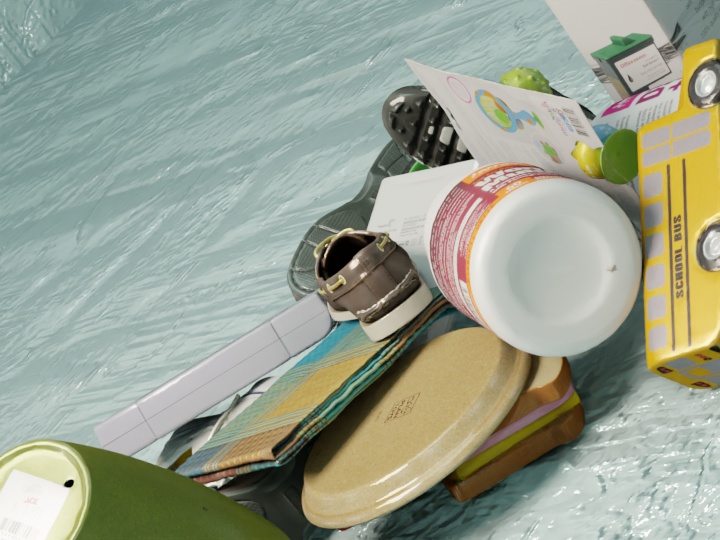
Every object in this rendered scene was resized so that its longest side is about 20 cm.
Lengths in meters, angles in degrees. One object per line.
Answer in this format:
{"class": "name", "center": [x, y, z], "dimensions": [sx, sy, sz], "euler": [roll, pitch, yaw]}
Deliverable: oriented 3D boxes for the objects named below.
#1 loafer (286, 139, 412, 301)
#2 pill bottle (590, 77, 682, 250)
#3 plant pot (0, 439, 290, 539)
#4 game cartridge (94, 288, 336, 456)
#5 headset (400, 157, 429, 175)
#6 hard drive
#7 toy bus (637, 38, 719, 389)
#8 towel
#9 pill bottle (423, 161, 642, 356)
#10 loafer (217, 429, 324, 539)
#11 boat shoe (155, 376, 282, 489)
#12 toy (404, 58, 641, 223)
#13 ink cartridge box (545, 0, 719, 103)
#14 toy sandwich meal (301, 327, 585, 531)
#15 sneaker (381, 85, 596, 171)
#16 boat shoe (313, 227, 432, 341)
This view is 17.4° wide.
{"class": "loafer", "center": [0.010, -0.031, 1.998], "dimensions": [0.072, 0.063, 0.200], "euler": [26, 58, 22]}
{"class": "pill bottle", "center": [0.222, -0.072, 1.592], "dimensions": [0.199, 0.114, 0.114], "euler": [-19, 26, 44]}
{"class": "plant pot", "center": [-0.153, 0.190, 1.442], "dimensions": [0.186, 0.200, 0.188], "euler": [-14, 55, 21]}
{"class": "game cartridge", "center": [-0.105, 0.078, 1.784], "dimensions": [0.199, 0.042, 0.133], "euler": [-31, 5, 5]}
{"class": "headset", "center": [0.077, -0.054, 1.849], "dimensions": [0.123, 0.094, 0.201], "euler": [-33, 36, 15]}
{"class": "hard drive", "center": [0.030, 0.021, 1.738], "dimensions": [0.132, 0.026, 0.201], "euler": [-9, 60, 57]}
{"class": "toy bus", "center": [0.216, -0.036, 1.444], "dimensions": [0.078, 0.065, 0.202], "euler": [-22, 59, 43]}
{"class": "towel", "center": [-0.030, 0.082, 1.624], "dimensions": [0.200, 0.022, 0.146], "euler": [-41, 12, -33]}
{"class": "pill bottle", "center": [0.104, -0.013, 1.515], "dimensions": [0.109, 0.110, 0.200], "euler": [-39, 12, -3]}
{"class": "loafer", "center": [-0.069, 0.170, 1.631], "dimensions": [0.200, 0.072, 0.063], "euler": [-37, 9, -22]}
{"class": "boat shoe", "center": [-0.100, 0.141, 1.756], "dimensions": [0.201, 0.075, 0.086], "euler": [-21, 25, 48]}
{"class": "toy", "center": [0.123, -0.098, 1.569], "dimensions": [0.047, 0.115, 0.200], "euler": [-44, 31, -12]}
{"class": "ink cartridge box", "center": [0.232, -0.179, 1.684], "dimensions": [0.084, 0.200, 0.146], "euler": [-16, 28, 46]}
{"class": "toy sandwich meal", "center": [0.052, 0.112, 1.548], "dimensions": [0.204, 0.070, 0.205], "euler": [-34, 19, 13]}
{"class": "sneaker", "center": [0.105, -0.111, 1.798], "dimensions": [0.091, 0.198, 0.067], "euler": [-112, 36, -58]}
{"class": "boat shoe", "center": [0.000, 0.000, 1.664], "dimensions": [0.072, 0.060, 0.200], "euler": [-38, 12, -2]}
